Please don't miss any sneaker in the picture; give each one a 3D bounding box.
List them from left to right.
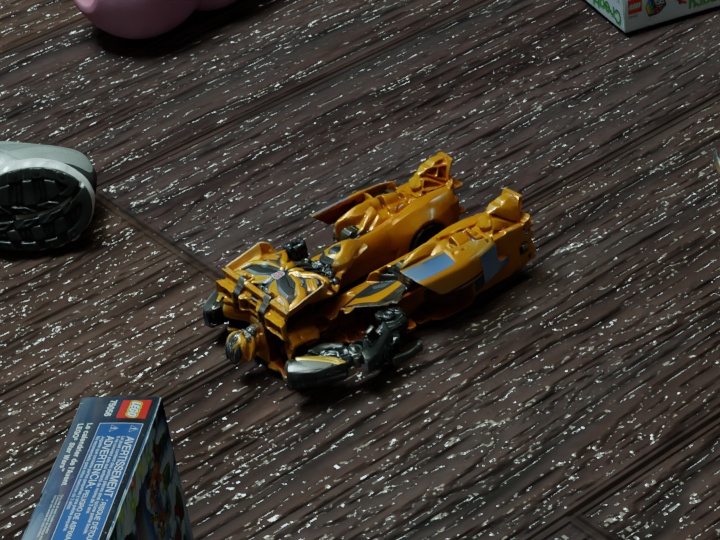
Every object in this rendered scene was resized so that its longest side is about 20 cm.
[{"bbox_3d":[-0.274,-0.052,1.333,0.198,0.075,0.079,1,24,4],"label":"sneaker"}]

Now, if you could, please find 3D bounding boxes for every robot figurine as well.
[{"bbox_3d":[0.000,0.000,1.188,0.199,0.059,0.145,-27,36,-27],"label":"robot figurine"}]

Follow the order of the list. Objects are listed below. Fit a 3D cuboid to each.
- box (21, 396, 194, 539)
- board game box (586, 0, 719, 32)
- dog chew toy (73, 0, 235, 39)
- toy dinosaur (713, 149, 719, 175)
[{"bbox_3d":[-0.097,0.173,0.816,0.039,0.201,0.137,-1,34,12],"label":"box"},{"bbox_3d":[0.219,-0.255,1.547,0.125,0.035,0.200,-17,34,-13],"label":"board game box"},{"bbox_3d":[-0.138,-0.259,1.570,0.199,0.126,0.124,-18,33,-30],"label":"dog chew toy"},{"bbox_3d":[0.316,-0.116,1.275,0.134,0.087,0.200,4,29,31],"label":"toy dinosaur"}]
